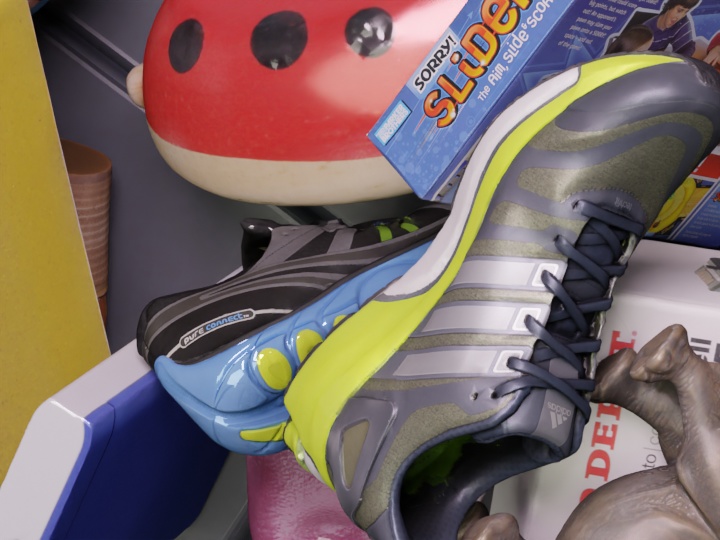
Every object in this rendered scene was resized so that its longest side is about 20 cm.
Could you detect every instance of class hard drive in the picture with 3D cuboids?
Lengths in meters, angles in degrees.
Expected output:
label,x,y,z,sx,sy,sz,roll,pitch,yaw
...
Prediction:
label,x,y,z,sx,sy,sz,roll,pitch,yaw
hard drive,-0.090,0.076,1.089,0.025,0.200,0.132,31,114,11

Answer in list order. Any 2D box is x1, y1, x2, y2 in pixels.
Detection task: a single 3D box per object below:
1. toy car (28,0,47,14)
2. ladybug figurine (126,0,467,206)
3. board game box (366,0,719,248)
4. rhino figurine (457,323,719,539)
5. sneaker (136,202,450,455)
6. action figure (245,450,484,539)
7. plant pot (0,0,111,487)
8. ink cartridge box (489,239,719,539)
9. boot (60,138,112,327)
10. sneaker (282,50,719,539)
label,x,y,z,sx,sy,sz,roll,pitch,yaw
toy car,-0.116,-0.216,1.085,0.200,0.184,0.177,-38,88,-7
ladybug figurine,0.001,-0.091,1.064,0.199,0.136,0.072,-12,136,16
board game box,0.107,-0.076,0.997,0.136,0.199,0.034,-52,59,20
rhino figurine,0.068,0.113,0.976,0.087,0.060,0.200,41,103,-8
sneaker,0.000,0.000,1.056,0.083,0.199,0.071,34,131,31
action figure,0.003,0.148,1.111,0.148,0.134,0.202,-6,85,33
plant pot,-0.231,0.007,1.037,0.199,0.176,0.201,12,130,30
ink cartridge box,0.154,0.076,1.041,0.199,0.084,0.146,8,105,-4
boot,-0.199,0.005,1.195,0.199,0.077,0.156,15,110,8
sneaker,0.058,0.016,0.934,0.200,0.074,0.081,-53,45,22
